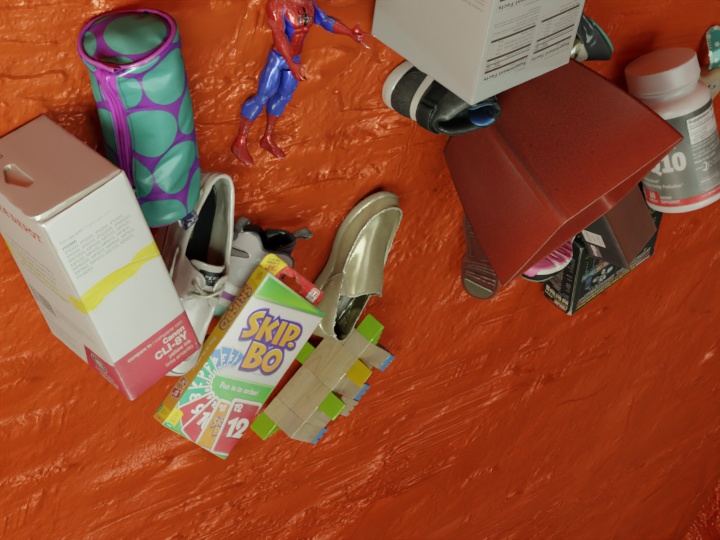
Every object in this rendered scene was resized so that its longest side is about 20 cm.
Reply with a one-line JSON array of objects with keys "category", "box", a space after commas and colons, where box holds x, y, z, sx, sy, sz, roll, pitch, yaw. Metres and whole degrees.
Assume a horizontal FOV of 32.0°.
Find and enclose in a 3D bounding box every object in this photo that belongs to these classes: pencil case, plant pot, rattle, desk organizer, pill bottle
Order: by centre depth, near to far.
[{"category": "pencil case", "box": [-0.188, -0.126, 1.083, 0.200, 0.085, 0.093, 89, 24, -47]}, {"category": "plant pot", "box": [0.214, -0.132, 1.463, 0.200, 0.176, 0.200, -34, 171, -24]}, {"category": "pill bottle", "box": [0.424, -0.190, 1.702, 0.114, 0.114, 0.201, -31, 116, -27]}, {"category": "desk organizer", "box": [0.335, -0.100, 1.731, 0.077, 0.072, 0.200, -49, 132, -17]}, {"category": "rattle", "box": [0.508, -0.237, 1.804, 0.200, 0.143, 0.130, -45, 131, 5]}]

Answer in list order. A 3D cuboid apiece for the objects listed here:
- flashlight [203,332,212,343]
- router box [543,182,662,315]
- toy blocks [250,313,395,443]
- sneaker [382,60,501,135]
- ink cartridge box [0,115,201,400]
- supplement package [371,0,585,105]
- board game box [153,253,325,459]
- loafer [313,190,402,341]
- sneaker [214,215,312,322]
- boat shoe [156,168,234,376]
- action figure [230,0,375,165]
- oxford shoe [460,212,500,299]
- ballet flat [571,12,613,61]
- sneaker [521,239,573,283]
[{"category": "flashlight", "box": [-0.191, 0.064, 1.252, 0.200, 0.068, 0.068, 22, 103, -37]}, {"category": "router box", "box": [0.371, -0.044, 1.906, 0.200, 0.062, 0.150, -32, 144, -26]}, {"category": "toy blocks", "box": [-0.035, 0.143, 1.582, 0.200, 0.100, 0.137, -50, 160, 1]}, {"category": "sneaker", "box": [0.132, -0.213, 1.367, 0.200, 0.112, 0.073, -39, 149, -17]}, {"category": "ink cartridge box", "box": [-0.231, -0.012, 1.055, 0.083, 0.145, 0.200, -37, 134, -22]}, {"category": "supplement package", "box": [0.124, -0.300, 1.223, 0.150, 0.152, 0.200, -27, 143, -34]}, {"category": "board game box", "box": [-0.115, 0.087, 1.268, 0.095, 0.030, 0.200, 39, 82, -42]}, {"category": "loafer", "box": [0.000, 0.000, 1.475, 0.076, 0.068, 0.200, 0, 124, -52]}, {"category": "sneaker", "box": [-0.100, 0.011, 1.351, 0.140, 0.078, 0.200, -45, 149, -5]}, {"category": "boat shoe", "box": [-0.156, 0.002, 1.197, 0.072, 0.066, 0.201, 18, 80, -43]}, {"category": "action figure", "box": [-0.057, -0.181, 1.183, 0.065, 0.099, 0.201, -18, 135, -43]}, {"category": "oxford shoe", "box": [0.174, -0.060, 1.656, 0.075, 0.070, 0.200, -55, 161, -49]}, {"category": "ballet flat", "box": [0.233, -0.286, 1.462, 0.073, 0.073, 0.200, -49, 143, 0]}, {"category": "sneaker", "box": [0.243, -0.016, 1.725, 0.088, 0.074, 0.200, -59, 175, 26]}]
